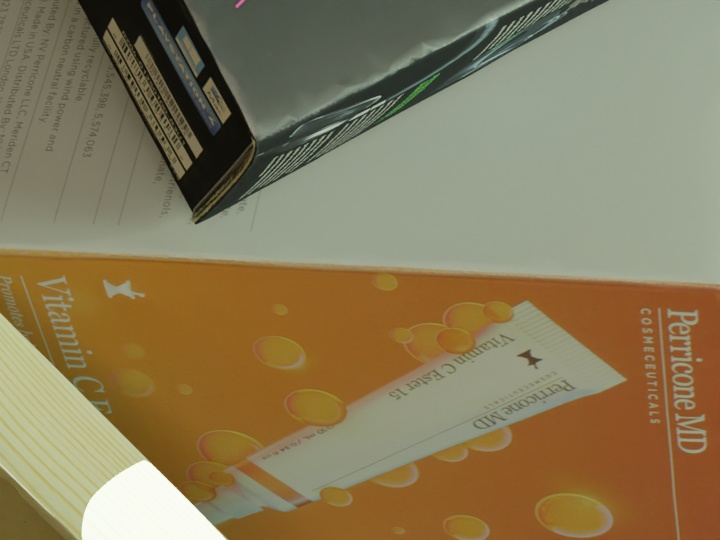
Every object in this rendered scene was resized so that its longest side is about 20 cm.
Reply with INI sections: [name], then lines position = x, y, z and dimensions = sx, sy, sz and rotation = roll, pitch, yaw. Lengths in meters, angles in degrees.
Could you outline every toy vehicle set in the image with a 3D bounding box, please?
[toy vehicle set]
position = -0.106, 0.069, 0.731
dimensions = 0.124, 0.200, 0.027
rotation = 47, 61, -17

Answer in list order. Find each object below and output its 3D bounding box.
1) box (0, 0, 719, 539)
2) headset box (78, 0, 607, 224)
[box]
position = 0.000, 0.000, 0.711
dimensions = 0.199, 0.098, 0.125
rotation = 2, 142, 12
[headset box]
position = 0.015, -0.137, 0.626
dimensions = 0.199, 0.093, 0.175
rotation = -27, 88, -15
